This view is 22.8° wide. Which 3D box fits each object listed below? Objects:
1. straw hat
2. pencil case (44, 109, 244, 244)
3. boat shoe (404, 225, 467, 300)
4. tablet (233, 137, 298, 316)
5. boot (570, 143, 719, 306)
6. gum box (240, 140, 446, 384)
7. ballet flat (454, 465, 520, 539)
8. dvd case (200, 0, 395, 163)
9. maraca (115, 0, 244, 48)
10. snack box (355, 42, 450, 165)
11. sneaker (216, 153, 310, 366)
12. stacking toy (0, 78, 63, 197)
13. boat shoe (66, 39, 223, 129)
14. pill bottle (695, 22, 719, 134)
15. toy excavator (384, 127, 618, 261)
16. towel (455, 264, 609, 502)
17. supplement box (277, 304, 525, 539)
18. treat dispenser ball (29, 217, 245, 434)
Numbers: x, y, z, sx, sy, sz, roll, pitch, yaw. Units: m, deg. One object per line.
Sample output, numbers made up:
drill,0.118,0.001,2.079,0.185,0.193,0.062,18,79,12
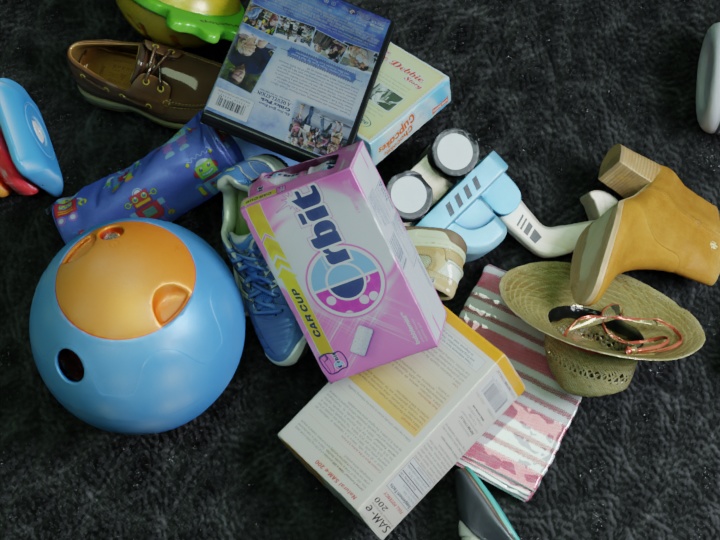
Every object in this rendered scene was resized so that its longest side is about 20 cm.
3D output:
straw hat,0.218,0.073,1.687,0.199,0.201,0.086,12,115,3
pencil case,-0.206,-0.078,1.740,0.199,0.087,0.078,-31,115,9
boat shoe,0.000,0.000,1.693,0.199,0.072,0.077,-1,62,25
tablet,-0.066,-0.060,1.769,0.129,0.014,0.202,-5,88,0
boot,0.284,-0.019,1.718,0.143,0.071,0.202,32,52,-16
gum box,-0.016,-0.011,1.614,0.113,0.066,0.201,-19,111,19
ballet flat,0.138,0.277,1.668,0.073,0.073,0.200,-39,81,-11
dvd case,-0.056,-0.191,1.703,0.142,0.018,0.201,22,54,-4
maraca,-0.174,-0.270,1.782,0.136,0.108,0.200,-3,32,-36
snack box,-0.021,-0.192,1.767,0.200,0.037,0.116,35,62,29
sneaker,-0.096,-0.007,1.678,0.075,0.077,0.202,-13,89,33
stacking toy,-0.405,-0.097,1.765,0.199,0.116,0.110,-24,74,7
boat shoe,-0.204,-0.190,1.774,0.199,0.068,0.072,11,72,21
pill bottle,0.442,-0.186,1.783,0.198,0.112,0.113,4,73,1
toy excavator,0.135,-0.054,1.762,0.194,0.100,0.200,-43,92,-13
towel,0.144,0.107,1.740,0.146,0.030,0.201,26,74,8
supplement box,0.039,0.133,1.676,0.200,0.074,0.126,-45,53,-7
treat dispenser ball,-0.207,0.051,1.659,0.199,0.201,0.203,0,73,-1
